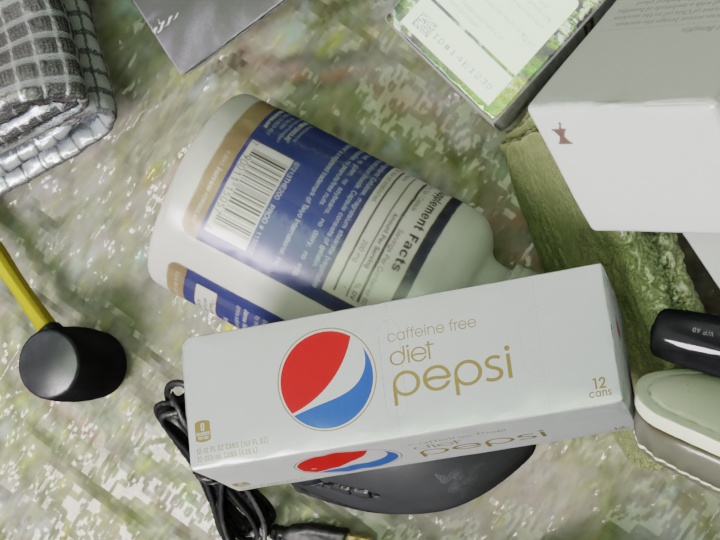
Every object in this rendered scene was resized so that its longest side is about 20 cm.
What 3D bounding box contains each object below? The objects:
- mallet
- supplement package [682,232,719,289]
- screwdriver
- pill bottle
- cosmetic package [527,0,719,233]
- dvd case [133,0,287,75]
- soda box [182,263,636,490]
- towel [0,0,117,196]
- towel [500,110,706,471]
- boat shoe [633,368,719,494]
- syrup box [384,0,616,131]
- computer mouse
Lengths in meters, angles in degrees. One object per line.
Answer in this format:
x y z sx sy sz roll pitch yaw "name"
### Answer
-0.206 -0.009 0.911 0.041 0.066 0.201 -40 84 11 "mallet"
0.250 0.011 0.754 0.113 0.110 0.201 -28 109 29 "supplement package"
0.221 0.046 0.698 0.198 0.029 0.028 11 129 16 "screwdriver"
0.000 0.000 0.846 0.199 0.111 0.112 28 97 7 "pill bottle"
0.174 -0.107 0.716 0.200 0.101 0.072 -49 121 -28 "cosmetic package"
-0.053 -0.218 0.834 0.199 0.016 0.149 -34 87 12 "dvd case"
0.022 0.051 0.749 0.198 0.068 0.064 -11 72 12 "soda box"
-0.244 -0.117 0.887 0.198 0.086 0.167 -24 71 11 "towel"
0.128 0.005 0.809 0.036 0.148 0.202 -21 88 -9 "towel"
0.209 0.099 0.711 0.200 0.072 0.061 17 121 4 "boat shoe"
0.109 -0.172 0.834 0.079 0.081 0.200 43 97 5 "syrup box"
-0.003 0.116 0.842 0.198 0.046 0.141 -2 135 18 "computer mouse"
